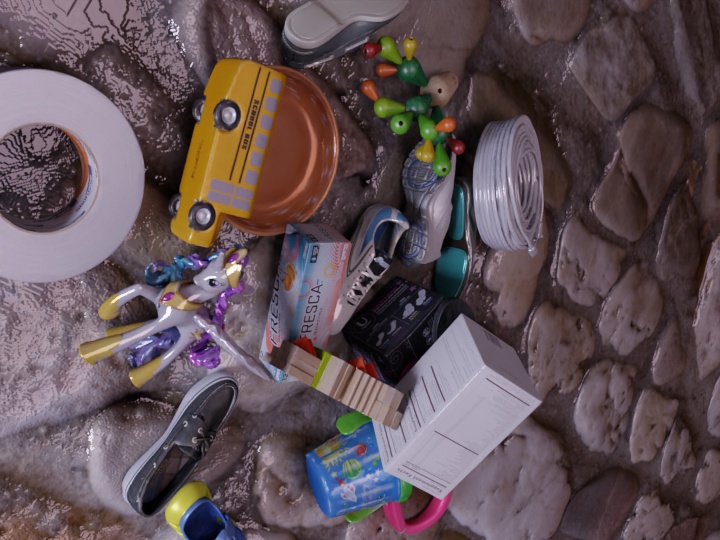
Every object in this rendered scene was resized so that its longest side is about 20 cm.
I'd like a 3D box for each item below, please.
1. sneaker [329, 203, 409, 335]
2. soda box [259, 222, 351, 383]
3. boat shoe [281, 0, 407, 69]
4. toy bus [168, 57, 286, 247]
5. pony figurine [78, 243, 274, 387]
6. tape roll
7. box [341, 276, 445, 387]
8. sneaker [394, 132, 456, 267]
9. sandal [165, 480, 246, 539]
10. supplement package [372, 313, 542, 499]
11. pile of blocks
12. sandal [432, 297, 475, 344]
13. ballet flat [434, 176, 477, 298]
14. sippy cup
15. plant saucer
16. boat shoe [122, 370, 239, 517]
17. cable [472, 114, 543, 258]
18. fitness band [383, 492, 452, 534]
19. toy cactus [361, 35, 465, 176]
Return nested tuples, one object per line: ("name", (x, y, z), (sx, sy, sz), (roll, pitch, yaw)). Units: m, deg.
("sneaker", (0.000, 0.000, 0.958), (0.071, 0.072, 0.203), (31, 86, -41))
("soda box", (-0.075, 0.043, 0.895), (0.067, 0.063, 0.205), (-2, 116, -37))
("boat shoe", (-0.021, -0.311, 0.862), (0.199, 0.073, 0.062), (-36, 167, -32))
("toy bus", (-0.149, -0.128, 0.758), (0.077, 0.064, 0.205), (11, 97, -40))
("pony figurine", (-0.188, 0.055, 0.775), (0.196, 0.169, 0.194), (-27, 154, 1))
("tape roll", (-0.320, -0.095, 0.680), (0.197, 0.066, 0.206), (-14, 112, -35))
("box", (0.080, 0.135, 1.036), (0.132, 0.114, 0.203), (-41, 126, -21))
("sneaker", (0.104, -0.106, 1.018), (0.086, 0.073, 0.205), (0, 108, -55))
("sandal", (-0.189, 0.362, 0.900), (0.079, 0.086, 0.202), (-42, 144, -21))
("supplement package", (0.120, 0.183, 0.910), (0.113, 0.110, 0.201), (32, 111, -25))
("pile of blocks", (-0.025, 0.132, 0.876), (0.197, 0.082, 0.063), (31, 79, -18))
("sandal", (0.150, 0.130, 0.984), (0.074, 0.048, 0.205), (-27, 120, -29))
("ballet flat", (0.161, -0.045, 1.074), (0.063, 0.067, 0.206), (-11, 111, -42))
("sippy cup", (-0.009, 0.295, 1.016), (0.127, 0.139, 0.183), (-16, 91, -21))
("plant saucer", (-0.115, -0.147, 0.843), (0.196, 0.037, 0.206), (-13, 112, -34))
("boat shoe", (-0.217, 0.220, 0.867), (0.201, 0.056, 0.069), (-52, 128, -13))
("cable", (0.232, -0.133, 1.062), (0.199, 0.068, 0.206), (21, 74, -59))
("fitness band", (0.099, 0.364, 1.174), (0.142, 0.037, 0.205), (-28, 121, -28))
("toy cactus", (0.090, -0.238, 0.934), (0.202, 0.102, 0.165), (53, 46, -7))
